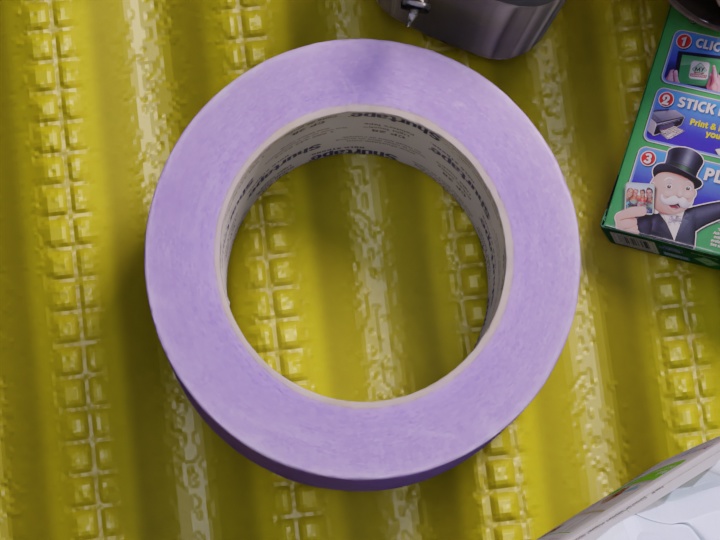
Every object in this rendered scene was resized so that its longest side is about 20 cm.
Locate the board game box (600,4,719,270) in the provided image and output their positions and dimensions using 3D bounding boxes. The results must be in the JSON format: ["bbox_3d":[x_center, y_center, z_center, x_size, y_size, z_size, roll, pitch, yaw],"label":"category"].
[{"bbox_3d":[0.229,-0.056,0.930,0.198,0.029,0.136,15,79,21],"label":"board game box"}]

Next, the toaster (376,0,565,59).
[{"bbox_3d":[0.068,-0.185,0.927,0.113,0.129,0.202,21,79,3],"label":"toaster"}]

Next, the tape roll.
[{"bbox_3d":[0.000,0.000,0.916,0.198,0.085,0.202,0,81,-2],"label":"tape roll"}]

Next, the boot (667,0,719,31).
[{"bbox_3d":[0.194,-0.183,0.925,0.070,0.199,0.147,24,94,37],"label":"boot"}]

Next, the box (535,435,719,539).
[{"bbox_3d":[0.097,0.155,0.834,0.176,0.200,0.097,-31,83,-8],"label":"box"}]
